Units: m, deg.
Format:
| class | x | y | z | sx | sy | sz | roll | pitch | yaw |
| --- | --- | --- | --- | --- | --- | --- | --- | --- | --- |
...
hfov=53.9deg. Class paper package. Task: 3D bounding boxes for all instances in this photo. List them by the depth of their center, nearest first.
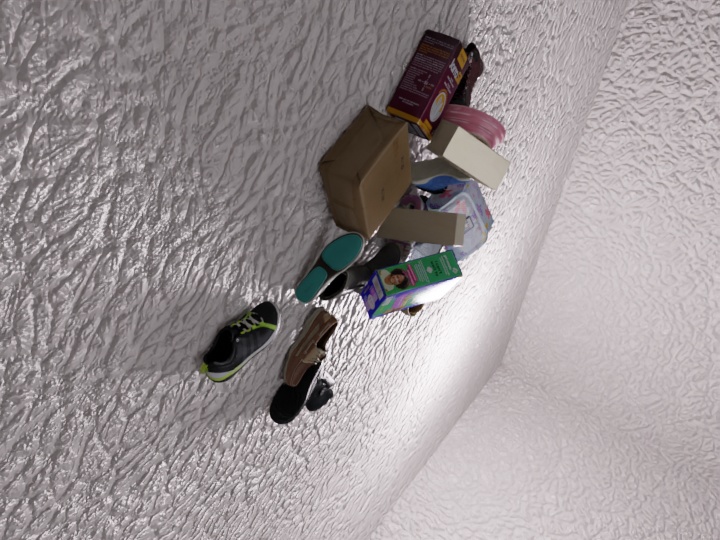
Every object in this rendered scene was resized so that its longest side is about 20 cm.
| class | x | y | z | sx | sy | sz | roll | pitch | yaw |
| --- | --- | --- | --- | --- | --- | --- | --- | --- | --- |
| paper package | 0.017 | -0.201 | 1.469 | 0.191 | 0.103 | 0.200 | -54 | 156 | -22 |

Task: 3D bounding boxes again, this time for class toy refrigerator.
| class | x | y | z | sx | sy | sz | roll | pitch | yaw |
| --- | --- | --- | --- | --- | --- | --- | --- | --- | --- |
| toy refrigerator | 0.248 | -0.263 | 1.621 | 0.199 | 0.070 | 0.076 | 23 | 99 | -38 |
| toy refrigerator | 0.147 | -0.107 | 1.698 | 0.070 | 0.199 | 0.077 | -4 | 100 | -62 |

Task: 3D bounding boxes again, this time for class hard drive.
| class | x | y | z | sx | sy | sz | roll | pitch | yaw |
| --- | --- | --- | --- | --- | --- | --- | --- | --- | --- |
| hard drive | 0.167 | -0.084 | 1.931 | 0.139 | 0.033 | 0.201 | 35 | 82 | -33 |

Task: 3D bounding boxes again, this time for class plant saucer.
| class | x | y | z | sx | sy | sz | roll | pitch | yaw |
| --- | --- | --- | --- | --- | --- | --- | --- | --- | --- |
| plant saucer | 0.242 | -0.328 | 1.684 | 0.200 | 0.199 | 0.051 | 41 | 63 | -67 |

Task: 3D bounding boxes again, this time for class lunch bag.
| class | x | y | z | sx | sy | sz | roll | pitch | yaw |
| --- | --- | --- | --- | --- | --- | --- | --- | --- | --- |
| lunch bag | 0.260 | -0.140 | 1.856 | 0.200 | 0.126 | 0.170 | -52 | 124 | -46 |

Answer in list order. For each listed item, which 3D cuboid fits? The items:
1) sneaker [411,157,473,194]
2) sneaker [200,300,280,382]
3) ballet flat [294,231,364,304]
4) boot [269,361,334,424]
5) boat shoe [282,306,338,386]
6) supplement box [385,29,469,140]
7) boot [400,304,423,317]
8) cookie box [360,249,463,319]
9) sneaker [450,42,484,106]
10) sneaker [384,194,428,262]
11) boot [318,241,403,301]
| class | x | y | z | sx | sy | sz | roll | pitch | yaw |
| --- | --- | --- | --- | --- | --- | --- | --- | --- | --- |
| sneaker | 0.221 | -0.242 | 1.775 | 0.111 | 0.198 | 0.077 | 25 | 59 | -73 |
| sneaker | -0.225 | 0.128 | 1.348 | 0.200 | 0.071 | 0.083 | -52 | 154 | -25 |
| ballet flat | -0.066 | -0.010 | 1.525 | 0.200 | 0.069 | 0.069 | -47 | 160 | 11 |
| boot | -0.136 | 0.315 | 1.747 | 0.201 | 0.076 | 0.169 | -59 | 155 | -25 |
| boat shoe | -0.116 | 0.185 | 1.651 | 0.201 | 0.071 | 0.076 | -65 | 158 | 5 |
| supplement box | 0.150 | -0.404 | 1.552 | 0.201 | 0.085 | 0.110 | -63 | 158 | 0 |
| boot | 0.101 | 0.068 | 1.886 | 0.073 | 0.155 | 0.200 | -61 | 158 | -3 |
| cookie box | 0.118 | 0.034 | 1.674 | 0.199 | 0.076 | 0.171 | -16 | 164 | -18 |
| sneaker | 0.236 | -0.465 | 1.710 | 0.201 | 0.075 | 0.116 | -67 | 155 | -18 |
| sneaker | 0.128 | -0.097 | 1.845 | 0.088 | 0.080 | 0.201 | 1 | 112 | -59 |
| boot | 0.002 | 0.001 | 1.682 | 0.182 | 0.073 | 0.200 | -50 | 156 | 16 |
